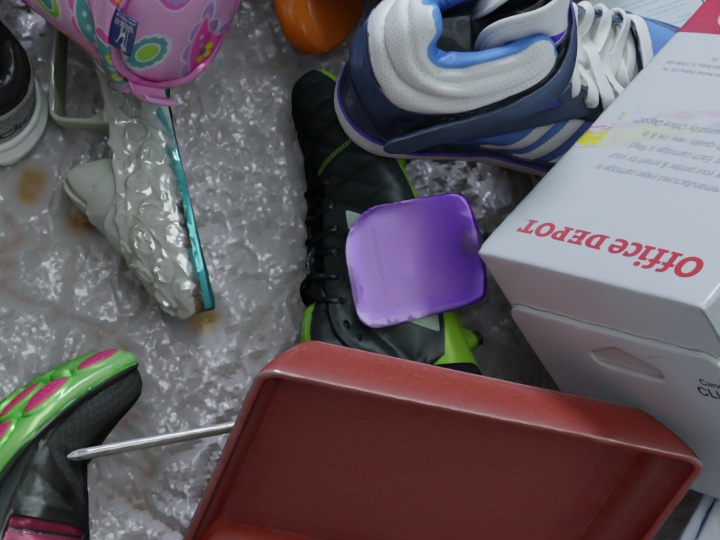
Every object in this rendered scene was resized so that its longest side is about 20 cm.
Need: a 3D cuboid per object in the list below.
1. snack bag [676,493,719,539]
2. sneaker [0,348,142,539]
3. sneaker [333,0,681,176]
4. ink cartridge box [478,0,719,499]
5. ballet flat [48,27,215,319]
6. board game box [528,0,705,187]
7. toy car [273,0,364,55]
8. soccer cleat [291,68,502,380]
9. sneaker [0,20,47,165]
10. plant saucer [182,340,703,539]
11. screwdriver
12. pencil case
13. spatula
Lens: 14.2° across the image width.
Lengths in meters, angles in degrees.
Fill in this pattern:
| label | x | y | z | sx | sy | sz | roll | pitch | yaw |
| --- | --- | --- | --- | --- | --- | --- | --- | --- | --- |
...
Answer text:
| label | x | y | z | sx | sy | sz | roll | pitch | yaw |
| --- | --- | --- | --- | --- | --- | --- | --- | --- | --- |
| snack bag | 0.260 | 0.114 | 1.342 | 0.188 | 0.021 | 0.200 | 29 | 61 | 5 |
| sneaker | -0.157 | 0.124 | 1.327 | 0.084 | 0.077 | 0.200 | 37 | 74 | -20 |
| sneaker | 0.094 | -0.097 | 1.322 | 0.200 | 0.146 | 0.081 | -2 | 77 | -16 |
| ink cartridge box | 0.185 | -0.012 | 1.292 | 0.200 | 0.145 | 0.145 | -46 | 125 | -22 |
| ballet flat | -0.114 | -0.065 | 1.384 | 0.072 | 0.072 | 0.200 | -5 | 71 | -14 |
| board game box | 0.167 | -0.044 | 1.437 | 0.147 | 0.064 | 0.200 | -19 | 80 | -15 |
| toy car | -0.031 | -0.201 | 1.399 | 0.150 | 0.175 | 0.200 | -23 | 81 | 20 |
| soccer cleat | 0.000 | 0.000 | 1.388 | 0.081 | 0.068 | 0.200 | -21 | 84 | -16 |
| sneaker | -0.232 | -0.125 | 1.355 | 0.200 | 0.087 | 0.074 | 34 | 72 | -2 |
| plant saucer | 0.030 | 0.099 | 1.308 | 0.199 | 0.200 | 0.037 | 12 | 55 | -9 |
| screwdriver | -0.038 | 0.064 | 1.327 | 0.200 | 0.028 | 0.029 | -4 | 99 | -17 |
| pencil case | -0.142 | -0.154 | 1.339 | 0.087 | 0.087 | 0.200 | -42 | 55 | -18 |
| spatula | 0.090 | -0.020 | 1.370 | 0.200 | 0.021 | 0.057 | -13 | 92 | -17 |
